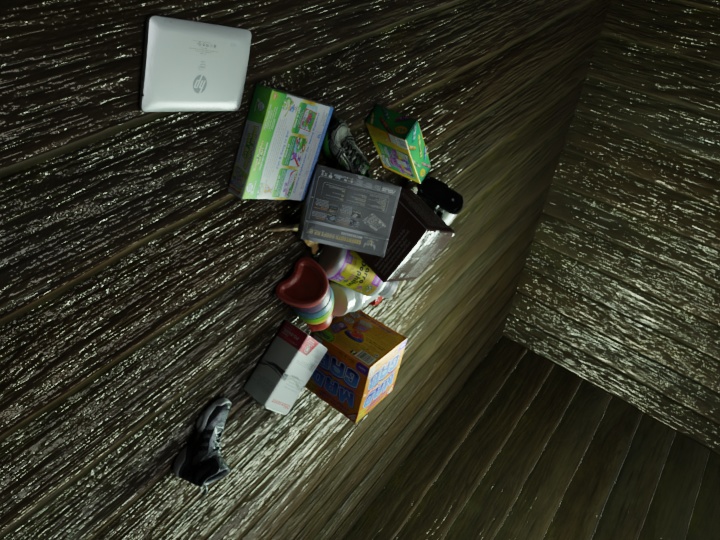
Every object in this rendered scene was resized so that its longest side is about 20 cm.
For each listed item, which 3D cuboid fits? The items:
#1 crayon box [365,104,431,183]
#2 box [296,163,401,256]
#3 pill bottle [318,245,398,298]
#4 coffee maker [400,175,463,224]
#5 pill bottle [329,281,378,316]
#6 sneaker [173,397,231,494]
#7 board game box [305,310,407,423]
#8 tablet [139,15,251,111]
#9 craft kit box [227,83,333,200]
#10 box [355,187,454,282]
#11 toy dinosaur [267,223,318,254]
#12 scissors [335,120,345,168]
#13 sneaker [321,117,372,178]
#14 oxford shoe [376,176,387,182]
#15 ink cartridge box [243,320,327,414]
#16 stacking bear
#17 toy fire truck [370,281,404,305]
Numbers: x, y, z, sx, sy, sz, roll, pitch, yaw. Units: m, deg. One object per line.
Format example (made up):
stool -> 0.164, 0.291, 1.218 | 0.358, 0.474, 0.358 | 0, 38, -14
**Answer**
crayon box -> 0.095, -0.304, 1.405 | 0.059, 0.118, 0.200 | -56, 155, -10
box -> -0.024, -0.128, 1.238 | 0.197, 0.048, 0.161 | 11, 100, -19
pill bottle -> 0.000, 0.000, 1.435 | 0.198, 0.104, 0.106 | 25, 94, -31
coffee maker -> 0.178, -0.165, 1.680 | 0.134, 0.192, 0.201 | -26, 155, -41
pill bottle -> -0.012, 0.046, 1.558 | 0.199, 0.109, 0.111 | -28, 139, -50
sneaker -> -0.328, 0.398, 1.299 | 0.202, 0.113, 0.075 | -59, 155, -7
board game box -> -0.016, 0.267, 1.665 | 0.199, 0.198, 0.203 | -28, 139, -49
tablet -> -0.245, -0.307, 0.874 | 0.199, 0.014, 0.132 | -22, 134, -54
craft kit box -> -0.148, -0.234, 1.098 | 0.197, 0.048, 0.203 | -12, 125, -62
box -> 0.093, -0.088, 1.386 | 0.167, 0.164, 0.199 | -50, 160, 20
toy dinosaur -> -0.116, -0.086, 1.287 | 0.107, 0.060, 0.200 | -58, 155, -6
scissors -> -0.043, -0.244, 1.326 | 0.073, 0.014, 0.203 | -10, 122, -50
sneaker -> -0.019, -0.252, 1.261 | 0.078, 0.085, 0.201 | -51, 145, -13
oxford shoe -> -0.002, -0.153, 1.448 | 0.200, 0.073, 0.071 | -42, -175, -9
ink cartridge box -> -0.187, 0.248, 1.455 | 0.202, 0.083, 0.145 | -57, 155, -10
stacking bear -> -0.116, 0.081, 1.407 | 0.122, 0.113, 0.201 | -52, 158, -20
toy fire truck -> 0.073, 0.027, 1.665 | 0.049, 0.140, 0.203 | -31, 141, -46
